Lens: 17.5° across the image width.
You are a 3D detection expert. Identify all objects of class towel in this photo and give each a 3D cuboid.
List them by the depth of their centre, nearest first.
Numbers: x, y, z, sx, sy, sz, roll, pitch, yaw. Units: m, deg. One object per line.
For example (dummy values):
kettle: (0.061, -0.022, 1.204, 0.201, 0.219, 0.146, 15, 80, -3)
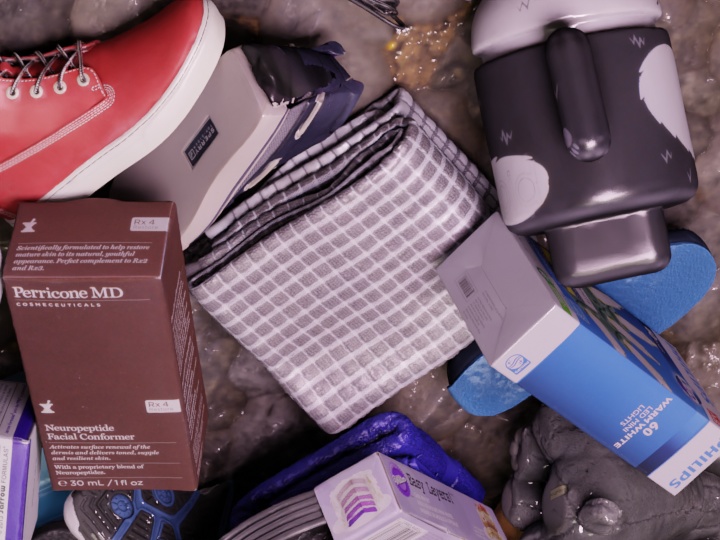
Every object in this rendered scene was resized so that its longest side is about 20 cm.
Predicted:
towel: (0.000, 0.000, 1.525, 0.200, 0.086, 0.166, -36, 125, 16)
towel: (0.004, 0.173, 1.626, 0.147, 0.050, 0.200, -32, 153, 5)

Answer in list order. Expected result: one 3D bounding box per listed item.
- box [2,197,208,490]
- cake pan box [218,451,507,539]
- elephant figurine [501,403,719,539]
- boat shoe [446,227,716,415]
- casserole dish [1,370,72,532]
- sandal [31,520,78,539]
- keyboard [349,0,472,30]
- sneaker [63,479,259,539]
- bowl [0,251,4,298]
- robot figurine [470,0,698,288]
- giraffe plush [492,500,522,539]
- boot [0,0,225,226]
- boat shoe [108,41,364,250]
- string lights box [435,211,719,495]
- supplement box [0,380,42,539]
box: (-0.156, 0.050, 1.469, 0.100, 0.075, 0.200, -1, 133, 6)
cake pan box: (-0.017, 0.201, 1.562, 0.184, 0.052, 0.200, -32, 152, 16)
elephant figurine: (0.211, 0.155, 1.624, 0.199, 0.155, 0.142, 6, 137, -20)
boat shoe: (0.142, 0.020, 1.585, 0.200, 0.069, 0.084, -25, 120, 6)
casserole dish: (-0.245, 0.128, 1.603, 0.200, 0.039, 0.121, -24, 128, 8)
sandal: (-0.184, 0.222, 1.682, 0.075, 0.045, 0.200, 0, 149, 21)
keyboard: (-0.020, -0.212, 1.399, 0.199, 0.040, 0.104, 14, 100, -20)
sneaker: (-0.139, 0.184, 1.613, 0.077, 0.076, 0.200, -26, 155, 28)
bowl: (-0.291, -0.030, 1.410, 0.201, 0.201, 0.091, 40, 68, -33)
robot figurine: (0.138, -0.093, 1.420, 0.124, 0.201, 0.150, -9, 176, -30)
giraffe plush: (0.119, 0.268, 1.732, 0.162, 0.173, 0.200, -42, 168, 35)
boot: (-0.190, -0.120, 1.405, 0.200, 0.073, 0.144, -39, 123, 22)
boat shoe: (-0.076, -0.072, 1.464, 0.093, 0.075, 0.200, -11, 159, -42)
string lights box: (0.145, 0.055, 1.489, 0.059, 0.103, 0.200, -44, 130, 14)
supplement box: (-0.310, 0.126, 1.509, 0.199, 0.103, 0.102, 7, 108, -3)
